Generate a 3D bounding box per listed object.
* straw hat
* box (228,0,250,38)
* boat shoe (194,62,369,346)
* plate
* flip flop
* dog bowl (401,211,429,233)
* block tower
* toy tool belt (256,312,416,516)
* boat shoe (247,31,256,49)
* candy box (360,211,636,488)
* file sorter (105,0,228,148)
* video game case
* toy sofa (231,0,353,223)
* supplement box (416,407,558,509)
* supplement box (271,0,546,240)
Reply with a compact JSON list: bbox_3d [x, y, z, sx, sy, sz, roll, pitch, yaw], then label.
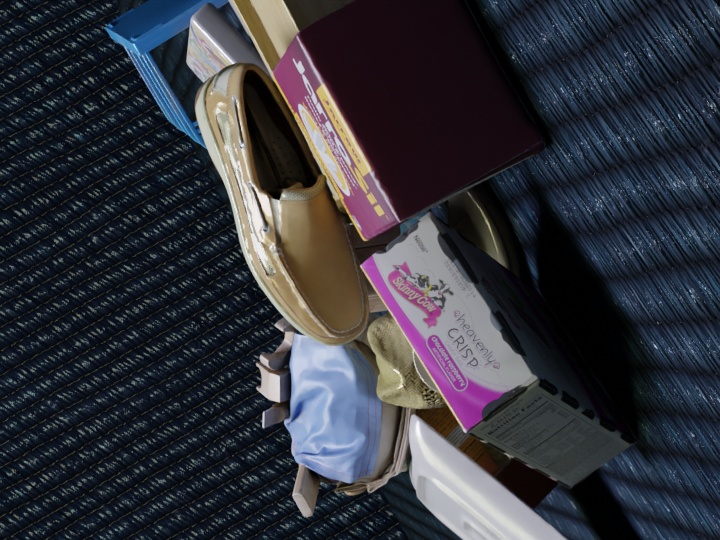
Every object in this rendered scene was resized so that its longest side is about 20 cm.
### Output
[{"bbox_3d":[0.049,0.066,1.842,0.201,0.085,0.202,169,90,-81],"label":"straw hat"},{"bbox_3d":[-0.037,-0.166,1.859,0.200,0.060,0.117,61,173,8],"label":"box"},{"bbox_3d":[-0.046,-0.043,1.585,0.201,0.072,0.076,61,156,-5],"label":"boat shoe"},{"bbox_3d":[0.109,0.202,1.882,0.199,0.032,0.200,40,169,11],"label":"plate"},{"bbox_3d":[0.061,0.014,1.696,0.081,0.057,0.200,56,147,33],"label":"flip flop"},{"bbox_3d":[0.006,-0.070,1.990,0.200,0.049,0.112,51,168,54],"label":"dog bowl"},{"bbox_3d":[0.000,0.000,1.734,0.200,0.058,0.054,114,147,-85],"label":"block tower"},{"bbox_3d":[-0.023,0.086,1.927,0.124,0.123,0.201,6,111,35],"label":"toy tool belt"},{"bbox_3d":[-0.050,-0.201,1.770,0.201,0.072,0.076,67,161,-1],"label":"boat shoe"},{"bbox_3d":[0.091,0.055,1.548,0.137,0.061,0.200,58,-169,26],"label":"candy box"},{"bbox_3d":[-0.123,-0.190,2.089,0.123,0.138,0.200,60,174,-15],"label":"file sorter"},{"bbox_3d":[-0.054,-0.103,1.778,0.200,0.023,0.182,47,173,0],"label":"video game case"},{"bbox_3d":[-0.018,-0.137,1.626,0.201,0.097,0.083,62,166,-10],"label":"toy sofa"},{"bbox_3d":[0.081,0.127,1.992,0.200,0.069,0.067,37,171,48],"label":"supplement box"},{"bbox_3d":[0.025,-0.100,1.474,0.131,0.103,0.200,61,173,0],"label":"supplement box"}]
